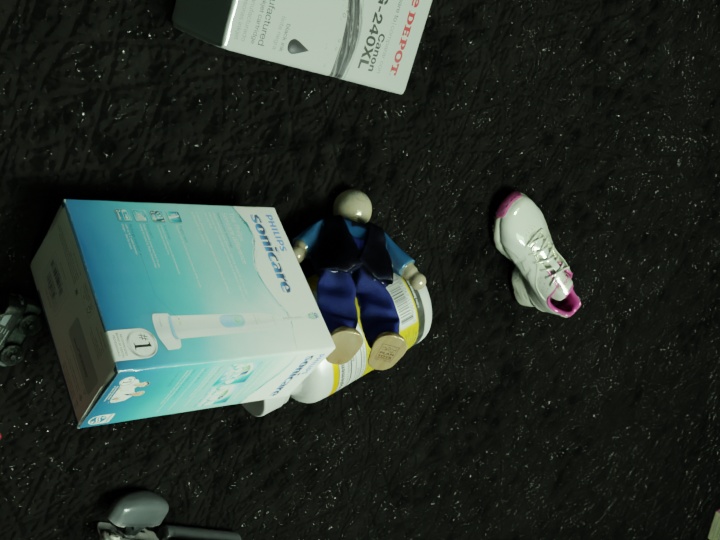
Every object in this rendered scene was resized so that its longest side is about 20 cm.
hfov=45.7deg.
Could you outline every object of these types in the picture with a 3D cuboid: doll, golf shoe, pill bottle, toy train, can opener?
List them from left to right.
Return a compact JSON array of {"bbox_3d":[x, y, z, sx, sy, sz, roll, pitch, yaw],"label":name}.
[{"bbox_3d":[-0.312,0.105,0.654,0.046,0.034,0.201,32,90,-45],"label":"toy train"},{"bbox_3d":[-0.179,0.269,0.869,0.199,0.053,0.067,28,94,-50],"label":"can opener"},{"bbox_3d":[-0.035,0.060,0.840,0.198,0.111,0.113,-26,130,-31],"label":"pill bottle"},{"bbox_3d":[0.000,0.000,0.793,0.135,0.202,0.049,9,133,-16],"label":"doll"},{"bbox_3d":[0.225,-0.017,1.063,0.075,0.091,0.201,-44,136,-12],"label":"golf shoe"}]

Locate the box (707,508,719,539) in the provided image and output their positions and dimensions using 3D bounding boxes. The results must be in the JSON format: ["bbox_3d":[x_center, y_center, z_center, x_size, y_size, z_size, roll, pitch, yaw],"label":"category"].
[{"bbox_3d":[1.022,0.663,2.164,0.174,0.199,0.098,-20,127,-34],"label":"box"}]

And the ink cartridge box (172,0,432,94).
[{"bbox_3d":[-0.032,-0.237,0.684,0.198,0.083,0.147,2,112,-44],"label":"ink cartridge box"}]

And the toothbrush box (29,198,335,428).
[{"bbox_3d":[-0.138,0.028,0.681,0.198,0.148,0.085,-3,148,-43],"label":"toothbrush box"}]
